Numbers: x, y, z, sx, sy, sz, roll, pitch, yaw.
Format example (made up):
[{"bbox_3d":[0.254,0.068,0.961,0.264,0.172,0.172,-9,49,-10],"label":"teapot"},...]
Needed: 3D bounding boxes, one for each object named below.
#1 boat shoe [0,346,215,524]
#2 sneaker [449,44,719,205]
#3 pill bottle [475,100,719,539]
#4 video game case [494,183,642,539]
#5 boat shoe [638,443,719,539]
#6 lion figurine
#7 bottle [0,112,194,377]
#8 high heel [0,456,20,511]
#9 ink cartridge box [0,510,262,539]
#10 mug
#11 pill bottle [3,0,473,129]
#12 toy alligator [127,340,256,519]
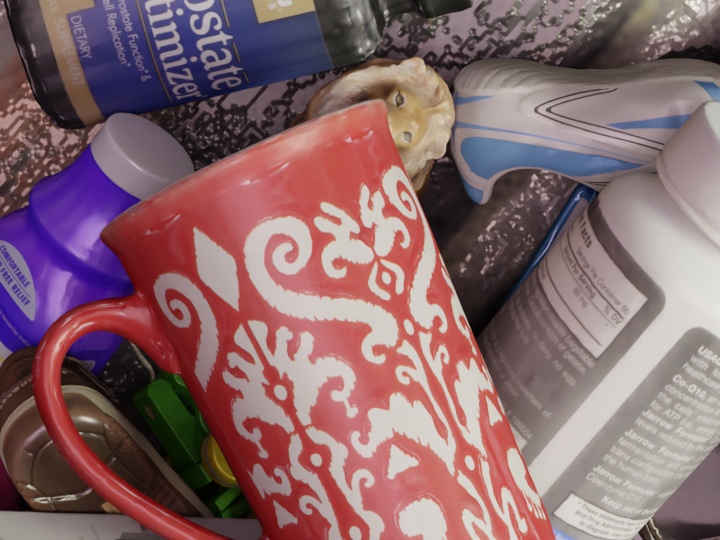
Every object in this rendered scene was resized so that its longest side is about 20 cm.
[{"bbox_3d":[-0.109,0.108,1.167,0.075,0.075,0.203,-28,133,-7],"label":"boat shoe"},{"bbox_3d":[0.140,-0.064,1.180,0.199,0.072,0.073,-1,110,3],"label":"sneaker"},{"bbox_3d":[0.125,0.030,1.134,0.114,0.114,0.200,38,110,-4],"label":"pill bottle"},{"bbox_3d":[0.152,0.070,1.224,0.200,0.018,0.143,32,98,-3],"label":"video game case"},{"bbox_3d":[0.216,0.076,1.175,0.199,0.073,0.075,-26,98,5],"label":"boat shoe"},{"bbox_3d":[0.000,0.000,1.193,0.122,0.073,0.201,-16,120,-1],"label":"lion figurine"},{"bbox_3d":[-0.148,0.016,1.172,0.200,0.065,0.084,-51,60,25],"label":"bottle"},{"bbox_3d":[-0.188,0.130,1.135,0.067,0.096,0.201,-4,130,12],"label":"high heel"},{"bbox_3d":[-0.092,0.173,1.125,0.199,0.067,0.116,6,118,-32],"label":"ink cartridge box"},{"bbox_3d":[-0.025,0.055,1.077,0.177,0.133,0.201,-27,88,20],"label":"mug"},{"bbox_3d":[-0.055,-0.138,1.151,0.199,0.112,0.112,-13,98,4],"label":"pill bottle"},{"bbox_3d":[-0.068,0.082,1.220,0.054,0.059,0.201,-28,90,-39],"label":"toy alligator"}]
